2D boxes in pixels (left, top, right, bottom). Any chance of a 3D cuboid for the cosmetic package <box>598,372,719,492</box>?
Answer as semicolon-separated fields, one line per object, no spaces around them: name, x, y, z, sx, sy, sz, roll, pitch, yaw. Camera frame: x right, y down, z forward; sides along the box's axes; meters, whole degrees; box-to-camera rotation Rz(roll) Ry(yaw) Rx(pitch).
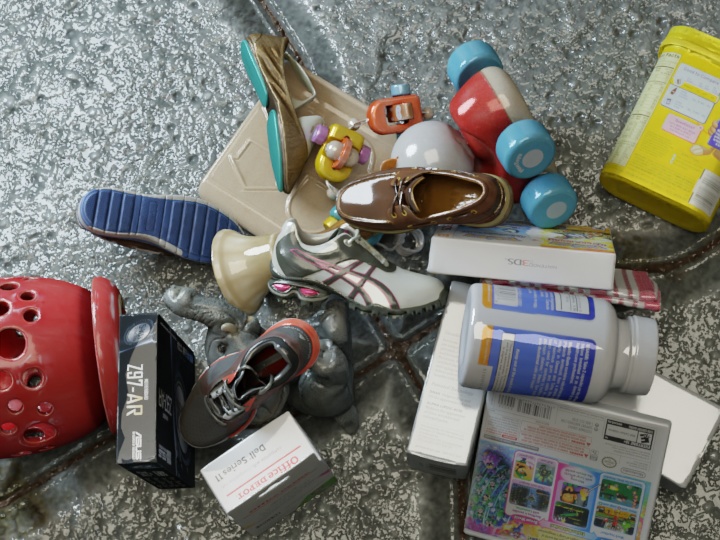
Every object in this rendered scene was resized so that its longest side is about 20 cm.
cosmetic package;0.288;0.153;1.702;0.199;0.074;0.102;30;80;11

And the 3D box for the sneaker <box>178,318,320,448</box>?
sneaker;-0.132;0.123;1.632;0.077;0.082;0.200;48;113;3

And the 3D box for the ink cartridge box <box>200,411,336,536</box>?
ink cartridge box;-0.099;0.218;1.657;0.117;0.200;0.067;-34;74;-5

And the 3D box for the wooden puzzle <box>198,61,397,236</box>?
wooden puzzle;-0.066;-0.122;1.834;0.185;0.046;0.200;32;84;13

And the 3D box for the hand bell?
hand bell;-0.057;-0.026;1.736;0.199;0.104;0.105;-18;72;24

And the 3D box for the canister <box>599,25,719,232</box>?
canister;0.381;-0.162;1.784;0.148;0.087;0.201;27;79;12

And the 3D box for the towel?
towel;0.233;0.017;1.719;0.199;0.146;0.030;6;99;7

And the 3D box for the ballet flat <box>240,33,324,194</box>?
ballet flat;-0.084;-0.189;1.802;0.072;0.068;0.201;-11;72;-15

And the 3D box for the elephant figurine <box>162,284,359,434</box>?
elephant figurine;-0.110;0.100;1.724;0.199;0.142;0.156;-5;71;3

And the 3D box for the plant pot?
plant pot;-0.348;0.101;1.719;0.181;0.201;0.201;-8;73;-6

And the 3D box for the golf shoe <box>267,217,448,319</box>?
golf shoe;0.000;0.000;1.674;0.199;0.077;0.089;8;105;0

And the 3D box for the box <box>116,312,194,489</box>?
box;-0.222;0.147;1.688;0.043;0.200;0.161;-3;73;5

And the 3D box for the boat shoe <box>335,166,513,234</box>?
boat shoe;0.060;-0.080;1.641;0.199;0.068;0.072;-1;81;25

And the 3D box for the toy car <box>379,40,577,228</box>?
toy car;0.109;-0.121;1.739;0.199;0.177;0.185;-29;48;4

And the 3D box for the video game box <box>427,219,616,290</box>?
video game box;0.181;-0.023;1.712;0.199;0.182;0.047;5;103;6

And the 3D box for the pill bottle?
pill bottle;0.207;0.080;1.622;0.199;0.112;0.113;8;75;0

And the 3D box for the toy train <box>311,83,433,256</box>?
toy train;0.023;-0.114;1.770;0.149;0.056;0.201;-4;92;-16

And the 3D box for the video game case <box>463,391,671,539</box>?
video game case;0.221;0.224;1.664;0.199;0.024;0.183;13;106;16

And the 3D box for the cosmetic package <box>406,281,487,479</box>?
cosmetic package;0.109;0.124;1.718;0.074;0.102;0.201;12;74;6

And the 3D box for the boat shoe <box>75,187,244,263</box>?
boat shoe;-0.235;-0.054;1.808;0.199;0.072;0.073;16;77;-17
